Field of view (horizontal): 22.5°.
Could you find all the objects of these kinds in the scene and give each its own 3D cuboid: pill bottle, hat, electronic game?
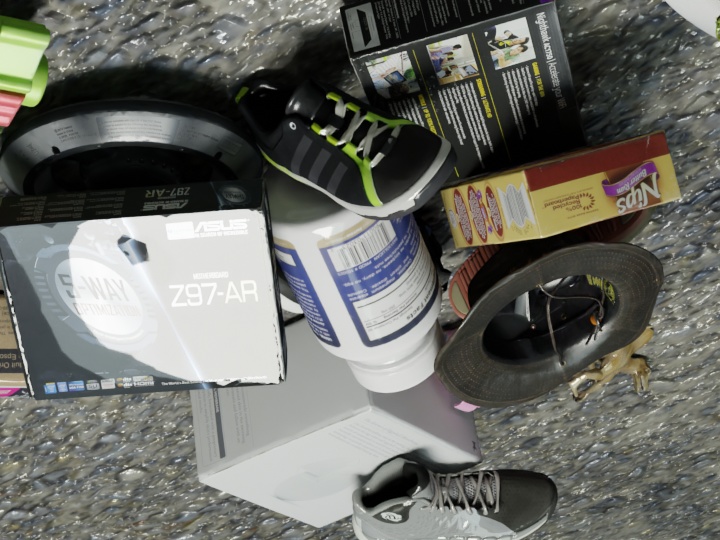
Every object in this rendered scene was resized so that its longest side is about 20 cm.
[{"bbox_3d":[0.000,0.000,1.424,0.111,0.111,0.200,-15,130,11],"label":"pill bottle"},{"bbox_3d":[0.141,0.020,1.465,0.200,0.081,0.201,-17,145,-12],"label":"hat"},{"bbox_3d":[-0.174,-0.079,1.378,0.199,0.042,0.200,-2,158,-1],"label":"electronic game"}]

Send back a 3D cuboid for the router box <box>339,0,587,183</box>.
[{"bbox_3d":[0.080,-0.140,1.331,0.149,0.051,0.200,-15,151,6],"label":"router box"}]

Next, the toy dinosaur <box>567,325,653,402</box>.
[{"bbox_3d":[0.245,0.080,1.796,0.101,0.058,0.200,-27,158,1],"label":"toy dinosaur"}]

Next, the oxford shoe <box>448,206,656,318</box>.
[{"bbox_3d":[0.169,-0.012,1.558,0.200,0.071,0.074,-29,160,20],"label":"oxford shoe"}]

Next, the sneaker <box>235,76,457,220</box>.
[{"bbox_3d":[-0.021,-0.093,1.284,0.200,0.072,0.083,16,156,46],"label":"sneaker"}]

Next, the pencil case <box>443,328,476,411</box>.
[{"bbox_3d":[0.163,0.060,1.686,0.200,0.088,0.087,-30,145,32],"label":"pencil case"}]

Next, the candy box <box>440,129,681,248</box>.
[{"bbox_3d":[0.147,-0.059,1.386,0.116,0.057,0.200,-16,-179,-15],"label":"candy box"}]

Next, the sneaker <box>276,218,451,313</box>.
[{"bbox_3d":[-0.001,-0.014,1.528,0.112,0.073,0.200,-32,153,30],"label":"sneaker"}]

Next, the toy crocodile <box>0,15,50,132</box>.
[{"bbox_3d":[-0.272,-0.111,1.273,0.067,0.062,0.200,12,145,-34],"label":"toy crocodile"}]

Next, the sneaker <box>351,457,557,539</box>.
[{"bbox_3d":[0.086,0.213,1.702,0.199,0.075,0.116,-11,150,3],"label":"sneaker"}]

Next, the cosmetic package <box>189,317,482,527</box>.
[{"bbox_3d":[-0.023,0.139,1.733,0.200,0.123,0.199,-23,149,26],"label":"cosmetic package"}]

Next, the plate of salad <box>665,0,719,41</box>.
[{"bbox_3d":[0.294,-0.167,1.259,0.199,0.048,0.200,21,172,3],"label":"plate of salad"}]

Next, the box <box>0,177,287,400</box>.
[{"bbox_3d":[-0.160,0.016,1.349,0.199,0.044,0.161,-3,124,2],"label":"box"}]

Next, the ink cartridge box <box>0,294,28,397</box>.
[{"bbox_3d":[-0.290,0.066,1.506,0.164,0.075,0.200,0,173,-16],"label":"ink cartridge box"}]

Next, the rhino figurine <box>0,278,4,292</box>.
[{"bbox_3d":[-0.253,-0.013,1.412,0.199,0.060,0.087,4,163,17],"label":"rhino figurine"}]
